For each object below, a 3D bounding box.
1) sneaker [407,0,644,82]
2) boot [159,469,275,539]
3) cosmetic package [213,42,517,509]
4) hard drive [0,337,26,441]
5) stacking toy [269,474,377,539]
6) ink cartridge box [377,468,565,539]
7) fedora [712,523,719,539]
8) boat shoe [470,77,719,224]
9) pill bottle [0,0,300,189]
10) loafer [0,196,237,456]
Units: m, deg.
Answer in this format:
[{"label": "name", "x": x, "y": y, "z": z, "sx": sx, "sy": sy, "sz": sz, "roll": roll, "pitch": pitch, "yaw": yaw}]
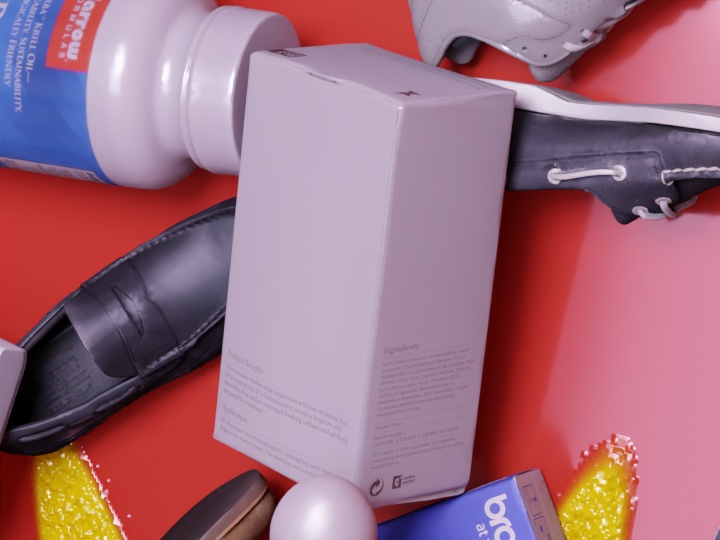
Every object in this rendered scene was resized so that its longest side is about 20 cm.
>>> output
[{"label": "sneaker", "x": 0.111, "y": -0.137, "z": 1.207, "sx": 0.200, "sy": 0.076, "sz": 0.092, "roll": -1, "pitch": 99, "yaw": 31}, {"label": "boot", "x": -0.094, "y": 0.187, "z": 1.314, "sx": 0.075, "sy": 0.074, "sz": 0.200, "roll": 37, "pitch": 110, "yaw": -3}, {"label": "cosmetic package", "x": 0.000, "y": 0.000, "z": 1.213, "sx": 0.113, "sy": 0.081, "sz": 0.200, "roll": 25, "pitch": 113, "yaw": 44}, {"label": "hard drive", "x": -0.271, "y": 0.068, "z": 1.342, "sx": 0.200, "sy": 0.027, "sz": 0.132, "roll": 23, "pitch": 98, "yaw": 32}, {"label": "stacking toy", "x": -0.033, "y": 0.176, "z": 1.194, "sx": 0.146, "sy": 0.146, "sz": 0.200, "roll": 25, "pitch": 128, "yaw": 21}, {"label": "ink cartridge box", "x": 0.074, "y": 0.206, "z": 1.243, "sx": 0.094, "sy": 0.044, "sz": 0.200, "roll": -22, "pitch": 83, "yaw": 21}, {"label": "fedora", "x": 0.237, "y": 0.152, "z": 1.145, "sx": 0.200, "sy": 0.090, "sz": 0.177, "roll": -38, "pitch": 78, "yaw": 20}, {"label": "boat shoe", "x": 0.127, "y": -0.051, "z": 1.199, "sx": 0.200, "sy": 0.076, "sz": 0.060, "roll": 10, "pitch": 95, "yaw": 35}, {"label": "pill bottle", "x": -0.135, "y": -0.101, "z": 1.286, "sx": 0.200, "sy": 0.112, "sz": 0.112, "roll": 8, "pitch": 95, "yaw": 23}, {"label": "loafer", "x": -0.119, "y": 0.032, "z": 1.306, "sx": 0.201, "sy": 0.070, "sz": 0.068, "roll": -37, "pitch": 78, "yaw": 20}]
